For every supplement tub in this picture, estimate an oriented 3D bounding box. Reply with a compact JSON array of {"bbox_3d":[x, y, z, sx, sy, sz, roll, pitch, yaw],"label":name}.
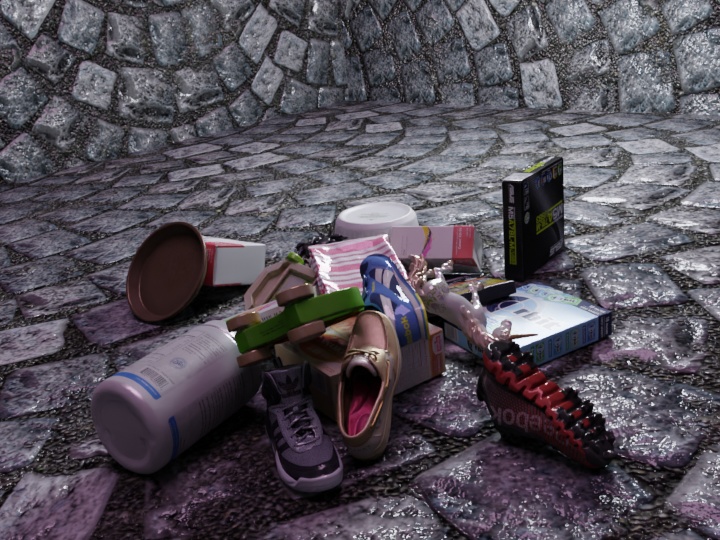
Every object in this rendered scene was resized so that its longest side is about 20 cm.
[{"bbox_3d":[-0.239,0.162,1.015,0.131,0.133,0.200,7,23,32],"label":"supplement tub"}]

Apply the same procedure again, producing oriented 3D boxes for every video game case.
[{"bbox_3d":[0.134,0.045,1.302,0.199,0.026,0.181,-14,6,-15],"label":"video game case"}]

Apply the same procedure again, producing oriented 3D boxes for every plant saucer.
[{"bbox_3d":[-0.362,0.004,1.451,0.199,0.201,0.029,9,-15,36],"label":"plant saucer"}]

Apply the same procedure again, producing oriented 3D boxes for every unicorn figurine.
[{"bbox_3d":[0.152,0.054,1.130,0.199,0.074,0.138,18,31,1],"label":"unicorn figurine"}]

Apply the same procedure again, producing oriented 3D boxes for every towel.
[{"bbox_3d":[0.000,0.000,1.257,0.145,0.030,0.200,-9,35,-10],"label":"towel"}]

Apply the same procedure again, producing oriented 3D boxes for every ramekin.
[{"bbox_3d":[0.035,-0.079,1.633,0.201,0.095,0.203,-6,21,2],"label":"ramekin"}]

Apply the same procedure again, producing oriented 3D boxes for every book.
[{"bbox_3d":[-0.162,0.082,1.193,0.199,0.048,0.134,-22,1,6],"label":"book"}]

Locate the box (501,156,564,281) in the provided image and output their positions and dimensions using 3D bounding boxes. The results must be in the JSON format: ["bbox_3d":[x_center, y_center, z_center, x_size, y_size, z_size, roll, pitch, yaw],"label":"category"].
[{"bbox_3d":[0.335,-0.104,1.474,0.047,0.195,0.200,7,23,37],"label":"box"}]

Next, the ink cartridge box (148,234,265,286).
[{"bbox_3d":[-0.313,-0.023,1.548,0.199,0.084,0.146,8,6,33],"label":"ink cartridge box"}]

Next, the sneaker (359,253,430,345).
[{"bbox_3d":[0.029,0.041,1.111,0.082,0.074,0.200,-23,33,-9],"label":"sneaker"}]

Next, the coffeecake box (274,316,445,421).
[{"bbox_3d":[0.000,0.127,1.124,0.199,0.074,0.153,-19,23,-32],"label":"coffeecake box"}]

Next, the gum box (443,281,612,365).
[{"bbox_3d":[0.259,0.085,1.203,0.199,0.045,0.170,-18,23,-26],"label":"gum box"}]

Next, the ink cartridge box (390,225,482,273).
[{"bbox_3d":[0.126,-0.040,1.471,0.198,0.068,0.116,0,-14,17],"label":"ink cartridge box"}]

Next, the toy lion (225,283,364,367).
[{"bbox_3d":[-0.066,0.063,1.024,0.191,0.069,0.200,-14,-9,-42],"label":"toy lion"}]

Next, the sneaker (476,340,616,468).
[{"bbox_3d":[0.217,0.178,0.936,0.071,0.098,0.200,-9,40,-45],"label":"sneaker"}]

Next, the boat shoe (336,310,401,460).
[{"bbox_3d":[0.008,0.132,0.969,0.073,0.069,0.201,-8,57,16],"label":"boat shoe"}]

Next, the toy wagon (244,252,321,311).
[{"bbox_3d":[-0.110,0.055,1.298,0.199,0.040,0.156,21,67,35],"label":"toy wagon"}]

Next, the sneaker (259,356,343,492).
[{"bbox_3d":[-0.080,0.181,0.943,0.075,0.115,0.200,-13,21,-18],"label":"sneaker"}]

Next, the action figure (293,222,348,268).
[{"bbox_3d":[-0.077,0.004,1.432,0.118,0.102,0.201,-8,39,20],"label":"action figure"}]
